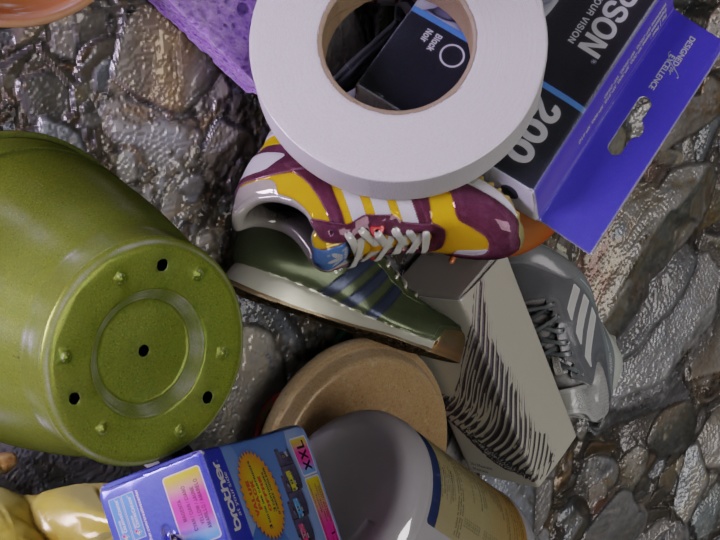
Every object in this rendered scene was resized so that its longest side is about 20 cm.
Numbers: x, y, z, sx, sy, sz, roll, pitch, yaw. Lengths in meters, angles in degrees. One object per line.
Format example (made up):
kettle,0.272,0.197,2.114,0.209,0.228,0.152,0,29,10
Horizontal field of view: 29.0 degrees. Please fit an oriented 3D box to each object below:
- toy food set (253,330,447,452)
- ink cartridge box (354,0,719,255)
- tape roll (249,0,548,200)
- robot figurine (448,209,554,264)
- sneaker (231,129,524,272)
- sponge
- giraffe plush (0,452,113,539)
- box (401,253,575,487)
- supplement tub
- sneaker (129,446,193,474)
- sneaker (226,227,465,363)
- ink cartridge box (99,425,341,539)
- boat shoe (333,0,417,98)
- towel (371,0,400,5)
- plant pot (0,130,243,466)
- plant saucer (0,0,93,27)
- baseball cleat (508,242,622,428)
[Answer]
toy food set,-0.006,0.147,1.095,0.197,0.048,0.202,-37,121,-27
ink cartridge box,0.129,-0.145,0.969,0.199,0.199,0.043,-55,171,-16
tape roll,0.026,-0.147,0.929,0.204,0.202,0.037,-55,168,-14
robot figurine,0.107,-0.092,1.050,0.201,0.142,0.118,-75,165,-45
sneaker,0.010,-0.030,0.949,0.075,0.198,0.091,85,26,-53
sponge,-0.057,-0.237,0.972,0.111,0.030,0.201,39,75,-39
giraffe plush,-0.220,0.226,0.868,0.172,0.198,0.164,-27,125,-57
box,0.103,0.077,1.140,0.068,0.082,0.201,-46,124,-32
supplement tub,0.041,0.206,1.023,0.200,0.144,0.145,39,76,-38
sneaker,-0.130,0.189,0.990,0.082,0.072,0.201,-35,112,-1
sneaker,0.000,0.000,1.031,0.198,0.067,0.091,20,82,-22
ink cartridge box,-0.077,0.175,0.836,0.138,0.076,0.200,70,17,7
boat shoe,0.049,-0.175,1.035,0.200,0.072,0.069,-41,127,2
towel,0.098,-0.269,1.061,0.198,0.023,0.145,-8,127,-37
plant pot,-0.173,0.029,0.839,0.199,0.192,0.203,-11,108,-36
plant saucer,-0.217,-0.249,0.836,0.198,0.037,0.203,-12,108,-37
baseball cleat,0.172,0.062,1.190,0.200,0.069,0.107,47,46,-36
